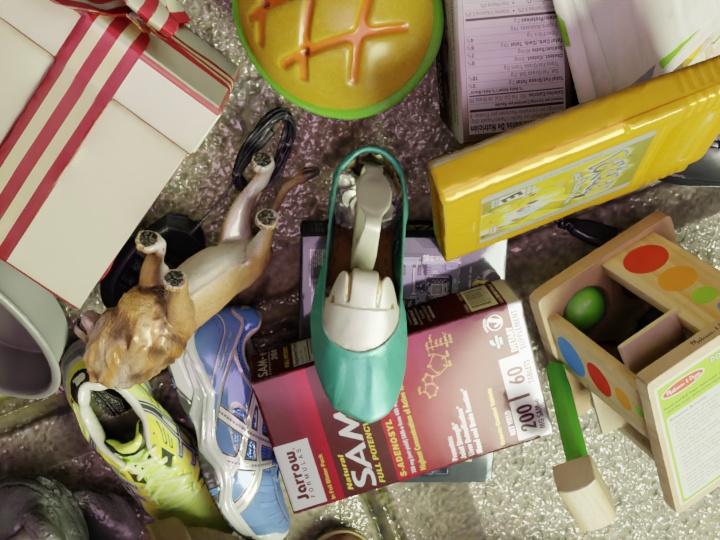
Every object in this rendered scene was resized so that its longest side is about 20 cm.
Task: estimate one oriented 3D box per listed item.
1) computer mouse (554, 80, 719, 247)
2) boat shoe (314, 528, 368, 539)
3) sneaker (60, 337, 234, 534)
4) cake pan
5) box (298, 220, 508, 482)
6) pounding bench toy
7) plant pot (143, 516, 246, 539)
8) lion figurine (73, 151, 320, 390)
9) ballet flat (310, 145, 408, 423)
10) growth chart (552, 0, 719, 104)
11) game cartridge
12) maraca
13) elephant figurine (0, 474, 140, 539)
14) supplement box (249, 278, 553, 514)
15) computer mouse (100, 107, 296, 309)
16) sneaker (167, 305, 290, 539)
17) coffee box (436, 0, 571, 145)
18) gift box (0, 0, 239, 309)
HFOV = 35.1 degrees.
[{"bbox_3d":[0.233,-0.074,0.854,0.198,0.046,0.142,12,106,-8],"label":"computer mouse"},{"bbox_3d":[-0.047,0.307,0.939,0.072,0.068,0.201,28,103,-12],"label":"boat shoe"},{"bbox_3d":[-0.166,0.144,0.877,0.075,0.076,0.201,-35,109,5],"label":"sneaker"},{"bbox_3d":[-0.287,0.016,0.790,0.200,0.200,0.037,37,57,-13],"label":"cake pan"},{"bbox_3d":[0.029,0.064,0.879,0.156,0.051,0.202,0,106,-4],"label":"box"},{"bbox_3d":[0.187,0.076,0.816,0.199,0.156,0.125,-31,125,-12],"label":"pounding bench toy"},{"bbox_3d":[-0.090,0.273,0.849,0.092,0.201,0.203,-17,108,-16],"label":"plant pot"},{"bbox_3d":[-0.111,0.005,0.812,0.199,0.073,0.123,-31,154,-29],"label":"lion figurine"},{"bbox_3d":[0.000,0.000,0.775,0.067,0.202,0.071,2,152,1],"label":"ballet flat"},{"bbox_3d":[0.202,-0.175,0.772,0.199,0.018,0.146,-34,121,-30],"label":"growth chart"},{"bbox_3d":[0.142,-0.068,0.744,0.198,0.176,0.033,-19,78,1],"label":"game cartridge"},{"bbox_3d":[-0.031,-0.193,0.773,0.137,0.107,0.200,-44,79,6],"label":"maraca"},{"bbox_3d":[-0.240,0.220,0.868,0.153,0.141,0.202,-6,99,-20],"label":"elephant figurine"},{"bbox_3d":[0.029,0.090,0.828,0.198,0.061,0.110,-17,106,-1],"label":"supplement box"},{"bbox_3d":[-0.121,-0.046,0.845,0.200,0.034,0.059,-46,136,3],"label":"computer mouse"},{"bbox_3d":[-0.087,0.120,0.874,0.076,0.076,0.202,-17,107,3],"label":"sneaker"},{"bbox_3d":[0.092,-0.196,0.772,0.079,0.113,0.202,-6,108,-3],"label":"coffee box"},{"bbox_3d":[-0.197,-0.119,0.739,0.199,0.185,0.187,35,104,-18],"label":"gift box"}]
